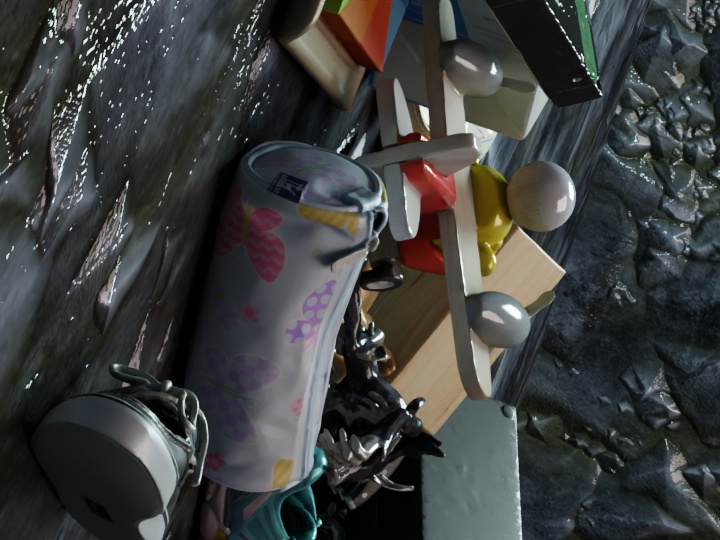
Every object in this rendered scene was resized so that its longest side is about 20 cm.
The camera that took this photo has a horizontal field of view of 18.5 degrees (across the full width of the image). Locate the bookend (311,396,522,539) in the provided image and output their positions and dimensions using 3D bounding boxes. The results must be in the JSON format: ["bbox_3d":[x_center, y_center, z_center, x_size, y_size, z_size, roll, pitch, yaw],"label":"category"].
[{"bbox_3d":[0.030,0.217,1.667,0.200,0.092,0.200,-44,-146,43],"label":"bookend"}]

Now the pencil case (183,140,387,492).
[{"bbox_3d":[-0.046,0.027,1.253,0.083,0.090,0.201,-50,160,-62],"label":"pencil case"}]

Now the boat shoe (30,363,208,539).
[{"bbox_3d":[-0.108,0.085,1.069,0.068,0.073,0.200,-61,169,-19],"label":"boat shoe"}]

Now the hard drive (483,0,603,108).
[{"bbox_3d":[0.100,-0.199,1.343,0.200,0.038,0.141,41,39,-64],"label":"hard drive"}]

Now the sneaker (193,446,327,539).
[{"bbox_3d":[-0.069,0.180,1.487,0.078,0.079,0.201,-59,167,-45],"label":"sneaker"}]

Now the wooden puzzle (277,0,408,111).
[{"bbox_3d":[0.013,-0.195,1.276,0.200,0.037,0.186,46,65,-80],"label":"wooden puzzle"}]

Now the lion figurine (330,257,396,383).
[{"bbox_3d":[0.000,0.000,1.503,0.123,0.072,0.201,53,51,-54],"label":"lion figurine"}]

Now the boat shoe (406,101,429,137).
[{"bbox_3d":[0.091,-0.153,1.589,0.200,0.066,0.074,-42,122,-43],"label":"boat shoe"}]

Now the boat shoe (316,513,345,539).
[{"bbox_3d":[-0.073,0.262,1.582,0.091,0.071,0.201,-35,-153,45],"label":"boat shoe"}]

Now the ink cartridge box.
[{"bbox_3d":[0.096,-0.184,1.525,0.200,0.115,0.068,-58,165,-49],"label":"ink cartridge box"}]

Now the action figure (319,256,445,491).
[{"bbox_3d":[-0.019,0.071,1.366,0.102,0.118,0.201,-38,128,-38],"label":"action figure"}]

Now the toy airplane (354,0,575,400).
[{"bbox_3d":[0.065,-0.049,1.376,0.199,0.140,0.201,-96,-178,-62],"label":"toy airplane"}]

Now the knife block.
[{"bbox_3d":[0.042,0.071,1.563,0.064,0.199,0.176,39,45,-37],"label":"knife block"}]

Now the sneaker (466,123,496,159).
[{"bbox_3d":[0.054,-0.091,1.636,0.080,0.070,0.201,67,45,-73],"label":"sneaker"}]

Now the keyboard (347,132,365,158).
[{"bbox_3d":[-0.028,0.002,1.545,0.056,0.011,0.201,-51,160,-62],"label":"keyboard"}]
